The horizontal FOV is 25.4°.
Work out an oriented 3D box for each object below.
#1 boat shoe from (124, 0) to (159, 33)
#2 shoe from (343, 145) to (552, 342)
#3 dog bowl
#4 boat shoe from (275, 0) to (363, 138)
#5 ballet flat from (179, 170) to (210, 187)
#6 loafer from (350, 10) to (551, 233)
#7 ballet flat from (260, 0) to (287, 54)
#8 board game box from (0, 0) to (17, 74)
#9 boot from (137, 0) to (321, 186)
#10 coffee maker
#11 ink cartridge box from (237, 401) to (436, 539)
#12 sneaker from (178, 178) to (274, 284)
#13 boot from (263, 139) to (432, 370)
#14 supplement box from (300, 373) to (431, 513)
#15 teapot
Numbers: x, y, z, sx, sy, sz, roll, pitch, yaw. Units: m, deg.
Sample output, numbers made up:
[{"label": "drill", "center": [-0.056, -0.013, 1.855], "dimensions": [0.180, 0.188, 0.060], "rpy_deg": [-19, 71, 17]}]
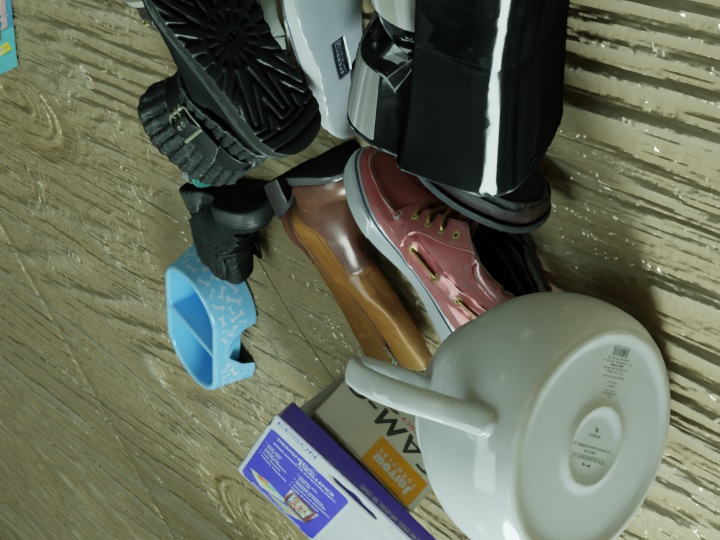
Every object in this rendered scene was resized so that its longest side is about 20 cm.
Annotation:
[{"label": "boat shoe", "center": [-0.160, -0.232, 1.343], "dimensions": [0.060, 0.072, 0.200], "rpy_deg": [51, 176, -20]}, {"label": "shoe", "center": [0.066, -0.028, 1.187], "dimensions": [0.201, 0.071, 0.091], "rpy_deg": [58, 141, 16]}, {"label": "dog bowl", "center": [-0.164, 0.052, 1.718], "dimensions": [0.112, 0.049, 0.201], "rpy_deg": [46, 152, 26]}, {"label": "boat shoe", "center": [-0.035, -0.192, 1.194], "dimensions": [0.070, 0.071, 0.201], "rpy_deg": [35, 153, 36]}, {"label": "ballet flat", "center": [-0.138, -0.151, 1.431], "dimensions": [0.072, 0.072, 0.201], "rpy_deg": [52, 153, 15]}, {"label": "loafer", "center": [0.060, -0.107, 1.107], "dimensions": [0.200, 0.071, 0.063], "rpy_deg": [47, 149, 31]}, {"label": "ballet flat", "center": [-0.090, -0.229, 1.255], "dimensions": [0.068, 0.068, 0.201], "rpy_deg": [-22, 99, 56]}, {"label": "board game box", "center": [-0.460, -0.341, 1.839], "dimensions": [0.151, 0.047, 0.201], "rpy_deg": [48, 153, 23]}, {"label": "boot", "center": [-0.129, -0.162, 1.224], "dimensions": [0.213, 0.079, 0.157], "rpy_deg": [61, 154, -12]}, {"label": "coffee maker", "center": [0.077, -0.147, 0.950], "dimensions": [0.192, 0.134, 0.201], "rpy_deg": [41, 150, 32]}, {"label": "ink cartridge box", "center": [-0.012, 0.208, 1.426], "dimensions": [0.198, 0.043, 0.200], "rpy_deg": [43, 156, 4]}, {"label": "sneaker", "center": [-0.120, -0.034, 1.535], "dimensions": [0.199, 0.060, 0.105], "rpy_deg": [23, 136, 60]}, {"label": "boot", "center": [0.000, 0.000, 1.334], "dimensions": [0.201, 0.068, 0.188], "rpy_deg": [61, 155, -5]}, {"label": "supplement box", "center": [-0.007, 0.174, 1.506], "dimensions": [0.126, 0.074, 0.200], "rpy_deg": [46, 155, -2]}, {"label": "teapot", "center": [0.104, 0.098, 1.092], "dimensions": [0.145, 0.197, 0.202], "rpy_deg": [19, 139, 44]}]
